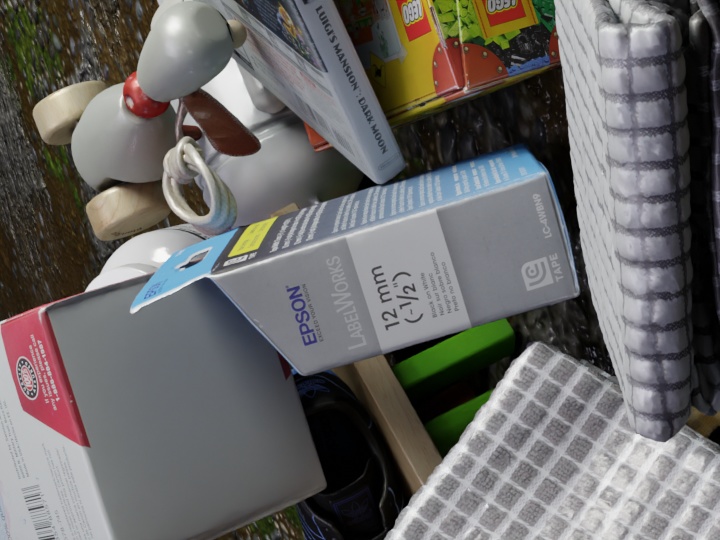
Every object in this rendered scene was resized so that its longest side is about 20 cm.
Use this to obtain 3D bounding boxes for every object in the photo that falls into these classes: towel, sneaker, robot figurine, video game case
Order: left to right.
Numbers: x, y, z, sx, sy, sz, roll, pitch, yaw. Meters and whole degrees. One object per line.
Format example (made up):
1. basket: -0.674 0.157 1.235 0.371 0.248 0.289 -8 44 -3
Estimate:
1. video game case: -0.061 -0.155 0.876 0.200 0.023 0.182 44 167 46
2. robot figurine: -0.067 -0.106 1.084 0.170 0.113 0.200 89 156 -73
3. sneaker: -0.002 0.153 0.978 0.078 0.070 0.200 -130 17 -80
4. towel: 0.093 0.144 0.739 0.166 0.200 0.086 30 170 35
5. towel: 0.128 -0.053 0.642 0.200 0.085 0.166 -88 -11 -69

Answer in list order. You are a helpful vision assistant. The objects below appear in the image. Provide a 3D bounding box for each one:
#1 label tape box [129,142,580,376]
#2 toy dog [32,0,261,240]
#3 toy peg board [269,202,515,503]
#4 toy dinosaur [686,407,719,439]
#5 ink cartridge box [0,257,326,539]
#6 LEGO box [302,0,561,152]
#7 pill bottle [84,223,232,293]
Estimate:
1. label tape box: 0.000 0.000 0.820 0.143 0.200 0.066 -79 -29 -80
2. toy dog: -0.106 -0.091 0.960 0.200 0.096 0.132 -2 107 53
3. toy peg board: 0.037 0.065 1.043 0.200 0.098 0.199 60 170 23
4. toy dinosaur: 0.151 0.102 0.833 0.101 0.058 0.200 49 149 39
5. ink cartridge box: -0.149 0.090 0.951 0.200 0.145 0.145 -18 90 49
6. LEGO box: 0.020 -0.157 0.897 0.200 0.077 0.149 -11 98 66
7. pill bottle: -0.106 0.022 1.145 0.112 0.200 0.113 4 100 24
